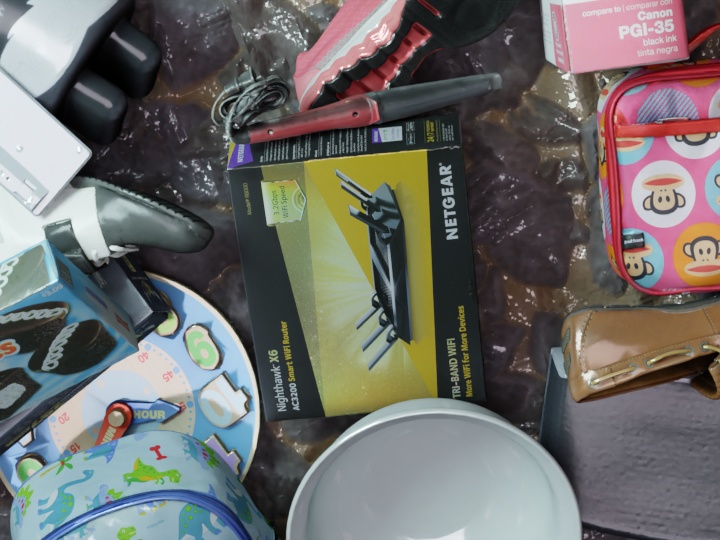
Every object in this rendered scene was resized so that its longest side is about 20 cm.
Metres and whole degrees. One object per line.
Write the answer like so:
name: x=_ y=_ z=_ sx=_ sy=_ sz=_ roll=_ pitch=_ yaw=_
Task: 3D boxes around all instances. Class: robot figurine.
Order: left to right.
robot figurine: x=-0.230 y=-0.168 z=1.513 sx=0.199 sy=0.150 sz=0.125 roll=34 pitch=122 yaw=-1

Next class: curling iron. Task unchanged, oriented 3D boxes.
curling iron: x=0.001 y=-0.111 z=1.482 sx=0.198 sy=0.026 sz=0.050 roll=-5 pitch=132 yaw=-17

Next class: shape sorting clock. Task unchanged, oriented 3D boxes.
shape sorting clock: x=-0.169 y=0.099 z=1.594 sx=0.198 sy=0.039 sz=0.202 roll=0 pitch=99 yaw=2

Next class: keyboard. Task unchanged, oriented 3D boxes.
keyboard: x=-0.263 y=-0.121 z=1.455 sx=0.200 sy=0.011 sz=0.056 roll=42 pitch=88 yaw=-2

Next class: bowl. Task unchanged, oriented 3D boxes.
bowl: x=0.048 y=0.164 z=1.557 sx=0.199 sy=0.091 sz=0.203 roll=-1 pitch=113 yaw=-2

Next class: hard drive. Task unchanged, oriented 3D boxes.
hard drive: x=0.223 y=0.128 z=1.579 sx=0.198 sy=0.042 sz=0.136 roll=7 pitch=99 yaw=1

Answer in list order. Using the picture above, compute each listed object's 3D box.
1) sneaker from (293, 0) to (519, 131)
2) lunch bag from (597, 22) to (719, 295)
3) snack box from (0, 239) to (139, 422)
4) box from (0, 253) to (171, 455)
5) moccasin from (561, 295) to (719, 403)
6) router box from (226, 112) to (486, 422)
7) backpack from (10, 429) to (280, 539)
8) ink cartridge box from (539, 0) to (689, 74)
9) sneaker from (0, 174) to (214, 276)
sneaker: x=0.026 y=-0.176 z=1.517 sx=0.200 sy=0.087 sz=0.074 roll=-41 pitch=130 yaw=12
lunch bag: x=0.259 y=-0.079 z=1.529 sx=0.198 sy=0.082 sz=0.178 roll=-6 pitch=97 yaw=-1
snack box: x=-0.258 y=0.061 z=1.478 sx=0.199 sy=0.116 sz=0.037 roll=-27 pitch=57 yaw=10
box: x=-0.254 y=0.029 z=1.564 sx=0.200 sy=0.051 sz=0.158 roll=-39 pitch=80 yaw=8
moccasin: x=0.236 y=0.057 z=1.519 sx=0.199 sy=0.074 sz=0.078 roll=-3 pitch=70 yaw=-11
router box: x=0.000 y=0.000 z=1.532 sx=0.156 sy=0.052 sz=0.201 roll=-6 pitch=119 yaw=4
backpack: x=-0.137 y=0.220 z=1.527 sx=0.182 sy=0.147 sz=0.201 roll=-22 pitch=122 yaw=5
ink cartridge box: x=0.154 y=-0.235 z=1.472 sx=0.082 sy=0.147 sz=0.202 roll=-7 pitch=99 yaw=1
sneaker: x=-0.192 y=-0.020 z=1.495 sx=0.198 sy=0.074 sz=0.089 roll=12 pitch=86 yaw=19
